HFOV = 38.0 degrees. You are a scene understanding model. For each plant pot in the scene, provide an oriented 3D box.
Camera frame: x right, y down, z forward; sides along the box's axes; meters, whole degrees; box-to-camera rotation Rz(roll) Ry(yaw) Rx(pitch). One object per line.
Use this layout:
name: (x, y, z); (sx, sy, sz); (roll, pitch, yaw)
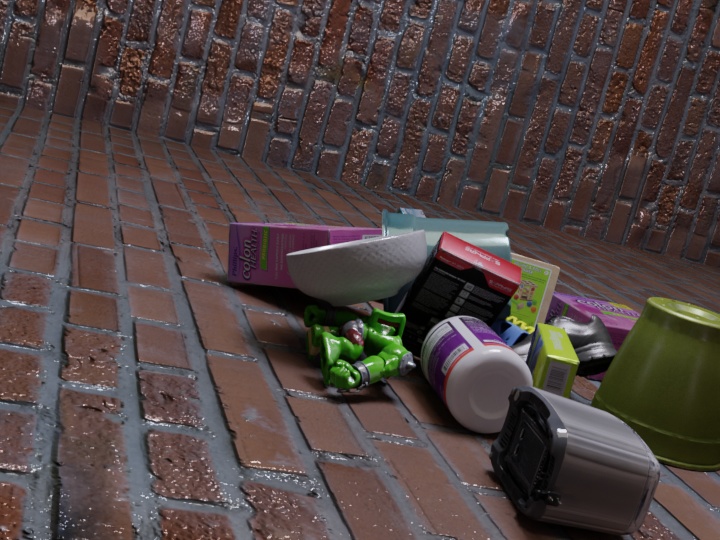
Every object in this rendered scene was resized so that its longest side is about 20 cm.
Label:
plant pot: (0.437, 0.147, 1.460); (0.199, 0.194, 0.200); (15, 11, -3)
plant pot: (0.134, 0.002, 1.628); (0.195, 0.202, 0.200); (-1, 10, 5)

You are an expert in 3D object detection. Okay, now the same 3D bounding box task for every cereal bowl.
cereal bowl: (0.000, 0.000, 1.448); (0.199, 0.084, 0.200); (-11, 3, 1)

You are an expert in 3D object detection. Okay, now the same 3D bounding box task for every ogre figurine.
ogre figurine: (-0.001, 0.098, 1.372); (0.119, 0.099, 0.200); (0, 2, -15)

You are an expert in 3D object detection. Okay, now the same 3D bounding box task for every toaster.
toaster: (0.227, 0.204, 1.108); (0.128, 0.114, 0.200); (15, 9, -11)

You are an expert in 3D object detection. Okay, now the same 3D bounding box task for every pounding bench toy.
pounding bench toy: (0.222, 0.042, 1.781); (0.199, 0.125, 0.156); (17, -10, 9)

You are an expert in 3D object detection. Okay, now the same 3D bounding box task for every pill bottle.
pill bottle: (0.145, 0.128, 1.372); (0.112, 0.113, 0.200); (12, 11, -13)

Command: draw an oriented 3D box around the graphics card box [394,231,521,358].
graphics card box: (0.129, 0.050, 1.483); (0.125, 0.201, 0.051); (24, 39, -5)

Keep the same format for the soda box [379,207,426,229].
soda box: (0.113, -0.017, 1.907); (0.063, 0.068, 0.201); (2, 53, -46)

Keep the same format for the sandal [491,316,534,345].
sandal: (0.241, 0.126, 1.626); (0.199, 0.080, 0.087); (11, 43, 47)

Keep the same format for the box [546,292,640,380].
box: (0.434, 0.121, 1.833); (0.175, 0.097, 0.200); (10, 11, -21)

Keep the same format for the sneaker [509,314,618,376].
sneaker: (0.275, 0.114, 1.535); (0.198, 0.091, 0.076); (-5, -30, -12)

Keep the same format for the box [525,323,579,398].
box: (0.245, 0.147, 1.386); (0.047, 0.123, 0.200); (14, 11, 3)

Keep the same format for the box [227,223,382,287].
box: (-0.086, -0.026, 1.718); (0.199, 0.097, 0.176); (4, 4, 32)
